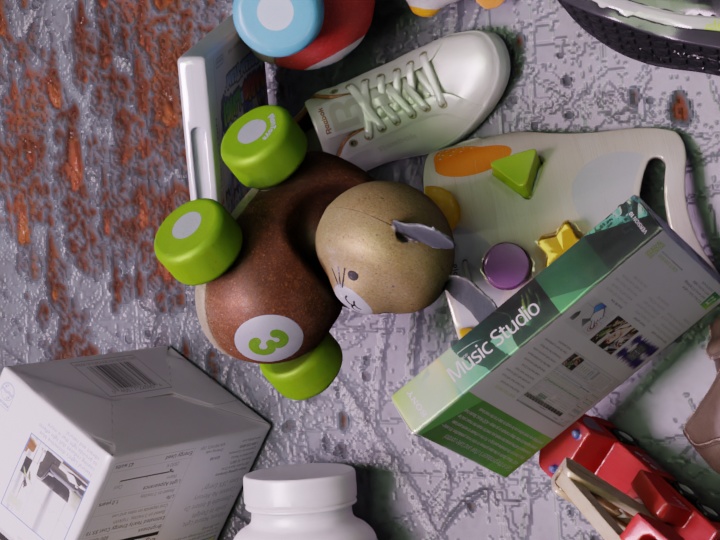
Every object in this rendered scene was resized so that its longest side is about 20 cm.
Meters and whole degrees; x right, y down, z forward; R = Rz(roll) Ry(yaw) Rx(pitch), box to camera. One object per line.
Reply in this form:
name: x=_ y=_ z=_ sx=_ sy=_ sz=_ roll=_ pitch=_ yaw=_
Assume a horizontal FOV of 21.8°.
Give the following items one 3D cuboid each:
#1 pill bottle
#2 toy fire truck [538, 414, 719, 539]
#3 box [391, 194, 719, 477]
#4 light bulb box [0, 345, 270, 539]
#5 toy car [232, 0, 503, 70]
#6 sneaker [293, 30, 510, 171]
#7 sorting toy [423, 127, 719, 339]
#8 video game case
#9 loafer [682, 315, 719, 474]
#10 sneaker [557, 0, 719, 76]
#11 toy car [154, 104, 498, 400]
pill bottle: x=-0.040 y=0.250 z=1.404 sx=0.112 sy=0.112 sz=0.200 roll=-2 pitch=92 yaw=33
toy fire truck: x=0.170 y=0.155 z=1.216 sx=0.200 sy=0.141 sz=0.049 roll=43 pitch=106 yaw=44
box: x=0.130 y=0.047 z=1.193 sx=0.200 sy=0.144 sz=0.036 roll=-41 pitch=59 yaw=10
light bulb box: x=-0.205 y=0.181 z=1.453 sx=0.125 sy=0.198 sz=0.200 roll=35 pitch=110 yaw=27
toy car: x=0.026 y=-0.220 z=1.319 sx=0.200 sy=0.184 sz=0.177 roll=10 pitch=101 yaw=3
sneaker: x=0.016 y=-0.112 z=1.356 sx=0.200 sy=0.085 sz=0.073 roll=-30 pitch=77 yaw=29
sorting toy: x=0.149 y=-0.015 z=1.288 sx=0.180 sy=0.107 sz=0.200 roll=-16 pitch=85 yaw=13
video game case: x=-0.092 y=-0.082 z=1.346 sx=0.024 sy=0.200 sz=0.182 roll=-2 pitch=107 yaw=8
loafer: x=0.258 y=0.044 z=1.220 sx=0.071 sy=0.073 sz=0.200 roll=26 pitch=107 yaw=29
sneaker: x=0.228 y=-0.178 z=1.239 sx=0.200 sy=0.072 sz=0.083 roll=19 pitch=80 yaw=29
toy car: x=0.000 y=0.000 z=1.217 sx=0.200 sy=0.164 sz=0.158 roll=11 pitch=60 yaw=43
